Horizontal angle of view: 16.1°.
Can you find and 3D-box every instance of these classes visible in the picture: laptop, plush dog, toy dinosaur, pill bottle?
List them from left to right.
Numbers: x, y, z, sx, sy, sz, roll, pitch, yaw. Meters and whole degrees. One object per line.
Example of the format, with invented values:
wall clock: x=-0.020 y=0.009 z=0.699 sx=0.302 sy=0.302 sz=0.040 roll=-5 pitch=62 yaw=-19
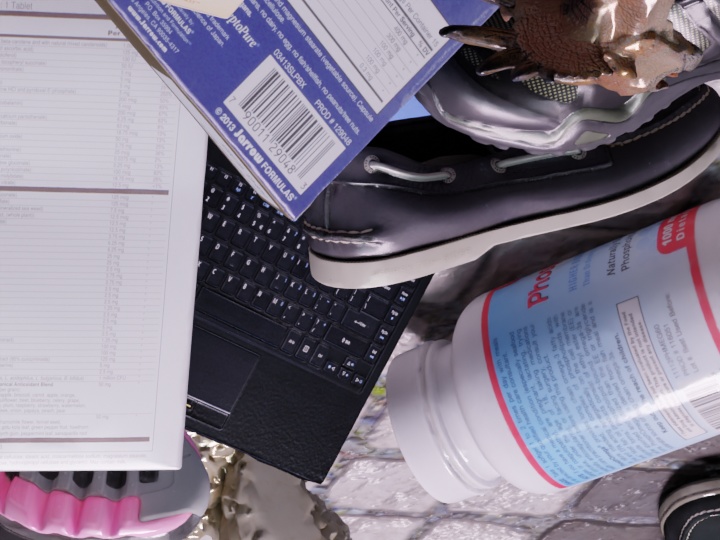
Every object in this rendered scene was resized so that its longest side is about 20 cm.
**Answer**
plush dog: x=-0.100 y=0.085 z=1.300 sx=0.199 sy=0.162 sz=0.172 roll=17 pitch=162 yaw=-14
laptop: x=0.000 y=0.000 z=1.107 sx=0.177 sy=0.103 sz=0.201 roll=28 pitch=91 yaw=-44
toy dinosaur: x=0.061 y=-0.140 z=0.883 sx=0.135 sy=0.201 sz=0.086 roll=-23 pitch=-166 yaw=48
pill bottle: x=0.117 y=0.047 z=1.287 sx=0.199 sy=0.109 sz=0.109 roll=-22 pitch=148 yaw=23

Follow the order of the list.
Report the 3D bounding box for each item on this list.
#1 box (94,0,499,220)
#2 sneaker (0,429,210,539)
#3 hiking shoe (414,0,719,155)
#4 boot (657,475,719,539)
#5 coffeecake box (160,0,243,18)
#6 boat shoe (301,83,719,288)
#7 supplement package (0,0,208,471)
box: x=0.007 y=-0.130 z=0.919 sx=0.200 sy=0.032 sz=0.121 roll=-45 pitch=125 yaw=-7
sneaker: x=-0.153 y=0.097 z=1.092 sx=0.198 sy=0.079 sz=0.096 roll=3 pitch=143 yaw=17
hiking shoe: x=0.112 y=-0.110 z=0.987 sx=0.198 sy=0.076 sz=0.101 roll=-13 pitch=138 yaw=-15
boot: x=0.232 y=0.227 z=1.583 sx=0.073 sy=0.155 sz=0.204 roll=-8 pitch=151 yaw=0
coffeecake box: x=-0.029 y=-0.200 z=0.772 sx=0.073 sy=0.155 sz=0.200 roll=11 pitch=145 yaw=-31
boat shoe: x=0.065 y=-0.052 z=1.026 sx=0.199 sy=0.063 sz=0.073 roll=-20 pitch=-159 yaw=-24
supplement package: x=-0.122 y=-0.036 z=0.978 sx=0.113 sy=0.110 sz=0.202 roll=1 pitch=109 yaw=-16
